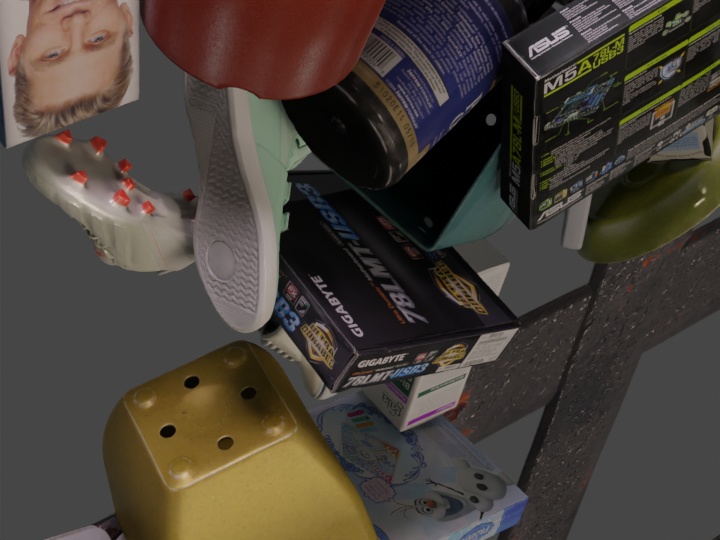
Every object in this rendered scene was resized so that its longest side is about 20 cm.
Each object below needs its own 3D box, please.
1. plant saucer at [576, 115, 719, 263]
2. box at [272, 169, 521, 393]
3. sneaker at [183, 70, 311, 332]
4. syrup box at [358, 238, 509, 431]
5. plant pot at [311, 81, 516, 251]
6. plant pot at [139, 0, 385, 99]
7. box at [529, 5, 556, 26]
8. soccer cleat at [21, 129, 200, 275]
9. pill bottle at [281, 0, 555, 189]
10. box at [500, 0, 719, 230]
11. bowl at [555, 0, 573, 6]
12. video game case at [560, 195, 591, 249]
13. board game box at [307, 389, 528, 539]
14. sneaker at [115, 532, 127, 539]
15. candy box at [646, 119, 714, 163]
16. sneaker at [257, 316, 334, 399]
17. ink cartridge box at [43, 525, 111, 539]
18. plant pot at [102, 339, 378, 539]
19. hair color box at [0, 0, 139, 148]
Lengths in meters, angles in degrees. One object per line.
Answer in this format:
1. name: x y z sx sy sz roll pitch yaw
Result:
1. plant saucer: 0.273 -0.087 1.356 0.200 0.200 0.031 -43 110 -3
2. box: 0.000 0.000 1.164 0.198 0.200 0.050 -4 136 -47
3. sneaker: -0.061 -0.060 1.069 0.118 0.073 0.202 -10 97 -50
4. syrup box: 0.066 0.053 1.423 0.081 0.079 0.201 -19 140 -37
5. plant pot: 0.087 -0.114 1.204 0.142 0.141 0.200 -56 158 18
6. plant pot: -0.047 -0.222 0.874 0.200 0.201 0.196 -22 151 -34
7. box: 0.089 -0.227 1.159 0.039 0.041 0.199 -53 147 15
8. soccer cleat: -0.174 -0.038 1.044 0.077 0.070 0.200 -36 150 19
9. pill bottle: 0.046 -0.159 1.028 0.200 0.112 0.112 -44 151 -21
10. box: 0.192 -0.140 1.067 0.199 0.048 0.194 -32 150 -12
11. bowl: 0.163 -0.273 1.109 0.200 0.094 0.202 10 76 -45
12. video game case: 0.210 -0.151 1.308 0.201 0.022 0.183 90 13 -49
13. board game box: 0.025 0.202 1.431 0.198 0.200 0.044 -16 135 -39
14. sneaker: -0.151 0.274 1.357 0.199 0.116 0.074 -33 137 8
15. candy box: 0.261 -0.207 1.253 0.200 0.061 0.137 62 33 -48
16. sneaker: -0.059 0.044 1.289 0.070 0.073 0.201 -18 137 -12
17. ink cartridge box: -0.259 0.354 1.324 0.084 0.145 0.201 -11 135 -43
18. plant pot: -0.110 0.176 1.240 0.193 0.196 0.201 -24 137 -13
19. hair color box: -0.185 -0.179 0.868 0.100 0.061 0.201 -25 145 -29
